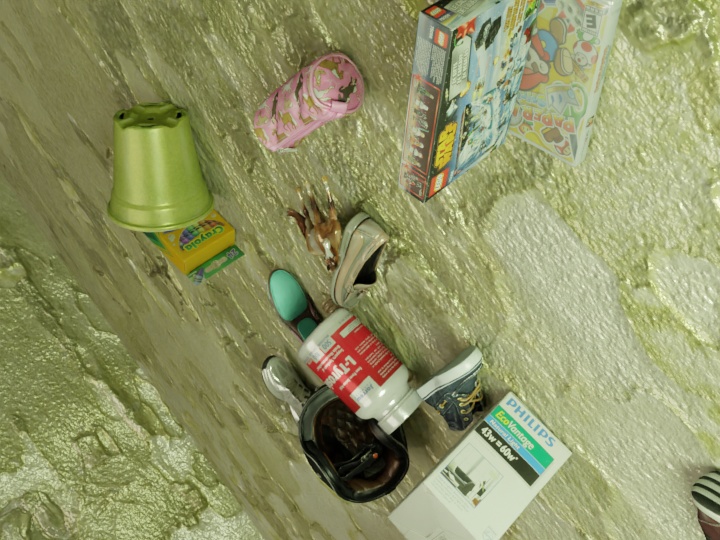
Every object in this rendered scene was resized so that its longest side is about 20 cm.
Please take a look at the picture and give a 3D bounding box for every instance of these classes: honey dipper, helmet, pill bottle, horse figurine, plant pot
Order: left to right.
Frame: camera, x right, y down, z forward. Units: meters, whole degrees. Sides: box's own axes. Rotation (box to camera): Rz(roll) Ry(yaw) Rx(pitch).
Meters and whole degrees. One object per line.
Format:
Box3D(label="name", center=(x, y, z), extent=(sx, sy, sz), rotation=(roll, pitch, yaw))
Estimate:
Box3D(label="plant pot", center=(-0.373, -0.199, 1.443), extent=(0.200, 0.200, 0.185), rotation=(30, 131, 37))
Box3D(label="horse figurine", center=(-0.063, -0.067, 1.184), extent=(0.200, 0.050, 0.133), rotation=(178, 77, -74))
Box3D(label="helmet", center=(-0.016, 0.296, 1.417), extent=(0.191, 0.200, 0.200), rotation=(-127, 21, -49))
Box3D(label="pill bottle", center=(0.004, 0.164, 1.275), extent=(0.200, 0.112, 0.112), rotation=(44, 150, 7))
Box3D(label="honey dipper", center=(0.014, 0.116, 1.340), extent=(0.200, 0.038, 0.038), rotation=(42, 149, 15))

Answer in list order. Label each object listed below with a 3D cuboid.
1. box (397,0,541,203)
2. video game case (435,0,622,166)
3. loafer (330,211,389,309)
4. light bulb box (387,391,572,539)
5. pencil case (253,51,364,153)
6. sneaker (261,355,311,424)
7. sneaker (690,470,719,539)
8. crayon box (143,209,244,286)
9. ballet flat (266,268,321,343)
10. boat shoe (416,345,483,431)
Box3D(label="box", center=(0.101, -0.174, 0.745), extent=(0.040, 0.137, 0.200), rotation=(37, 147, 24))
Box3D(label="video game case", center=(0.152, -0.220, 0.786), extent=(0.200, 0.023, 0.182), rotation=(36, 146, 30))
Box3D(label="loafer", center=(0.000, 0.000, 1.204), extent=(0.063, 0.072, 0.200), rotation=(34, 143, 19))
Box3D(label="light bulb box", center=(0.168, 0.312, 1.145), extent=(0.125, 0.200, 0.198), rotation=(45, 150, 13))
Box3D(label="pencil case", center=(-0.072, -0.220, 1.058), extent=(0.087, 0.083, 0.200), rotation=(59, 150, -8))
Box3D(label="sneaker", center=(-0.118, 0.257, 1.664), extent=(0.115, 0.076, 0.201), rotation=(-9, 122, 49))
Box3D(label="sneaker", center=(0.457, 0.312, 0.863), extent=(0.200, 0.076, 0.116), rotation=(38, 154, 46))
Box3D(label="crayon box", center=(-0.338, -0.077, 1.559), extent=(0.200, 0.126, 0.052), rotation=(42, 149, 20))
Box3D(label="ballet flat", center=(-0.113, 0.087, 1.474), extent=(0.200, 0.069, 0.071), rotation=(55, 171, -2))
Box3D(label="boat shoe", center=(0.154, 0.177, 1.167), extent=(0.091, 0.071, 0.200), rotation=(49, 158, 7))
